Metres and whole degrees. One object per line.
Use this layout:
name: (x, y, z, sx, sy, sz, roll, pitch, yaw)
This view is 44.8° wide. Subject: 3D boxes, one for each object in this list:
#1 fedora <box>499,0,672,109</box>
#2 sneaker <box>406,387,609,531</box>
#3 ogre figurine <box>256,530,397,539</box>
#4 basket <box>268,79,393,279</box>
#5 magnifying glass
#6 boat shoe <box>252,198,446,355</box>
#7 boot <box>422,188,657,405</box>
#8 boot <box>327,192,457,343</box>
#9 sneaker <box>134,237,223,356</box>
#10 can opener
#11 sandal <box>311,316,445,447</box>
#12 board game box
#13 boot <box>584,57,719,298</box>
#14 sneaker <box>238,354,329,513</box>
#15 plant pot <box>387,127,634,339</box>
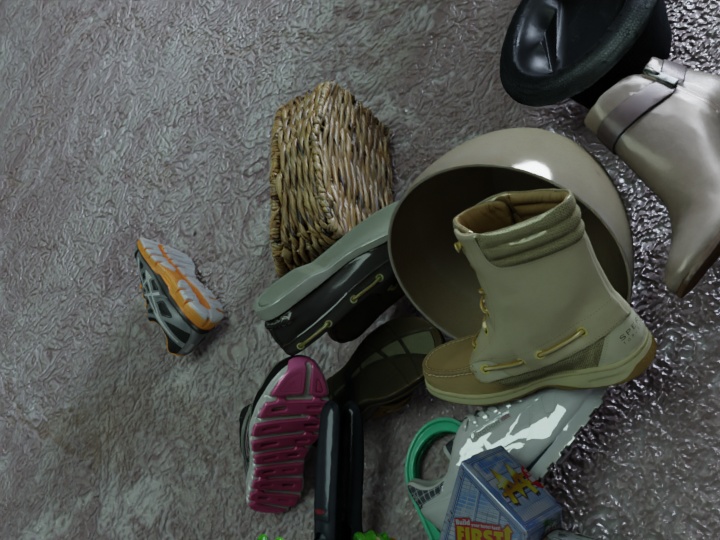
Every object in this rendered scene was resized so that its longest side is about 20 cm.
fedora: (0.219, -0.215, 0.790, 0.200, 0.091, 0.202, -36, 35, 30)
sneaker: (0.123, 0.133, 0.705, 0.080, 0.076, 0.200, 42, 95, 19)
ogre figurine: (-0.023, 0.249, 0.671, 0.200, 0.119, 0.099, 122, 157, -59)
basket: (-0.059, -0.083, 0.941, 0.148, 0.142, 0.202, -20, 57, 32)
magnifying glass: (0.075, 0.227, 0.757, 0.079, 0.022, 0.202, -18, 59, 33)
boat shoe: (0.000, 0.000, 0.800, 0.200, 0.061, 0.072, -34, 18, -6)
boot: (0.103, 0.023, 0.666, 0.199, 0.156, 0.073, -13, 29, 43)
boot: (0.051, -0.004, 0.839, 0.097, 0.075, 0.201, 26, 76, 47)
sneaker: (-0.244, 0.027, 1.099, 0.078, 0.078, 0.200, -57, 43, 16)
can opener: (-0.022, 0.218, 0.789, 0.078, 0.063, 0.202, -1, 88, 35)
sandal: (0.019, 0.114, 0.845, 0.200, 0.054, 0.082, -47, 39, 33)
board game box: (0.124, 0.238, 0.621, 0.199, 0.061, 0.202, 6, 97, 37)
boot: (0.238, -0.083, 0.677, 0.146, 0.070, 0.200, 38, 58, 18)
sneaker: (-0.082, 0.147, 0.858, 0.088, 0.073, 0.201, -112, 28, -47)
plant pot: (0.138, -0.042, 0.738, 0.199, 0.201, 0.135, -11, 33, 37)
